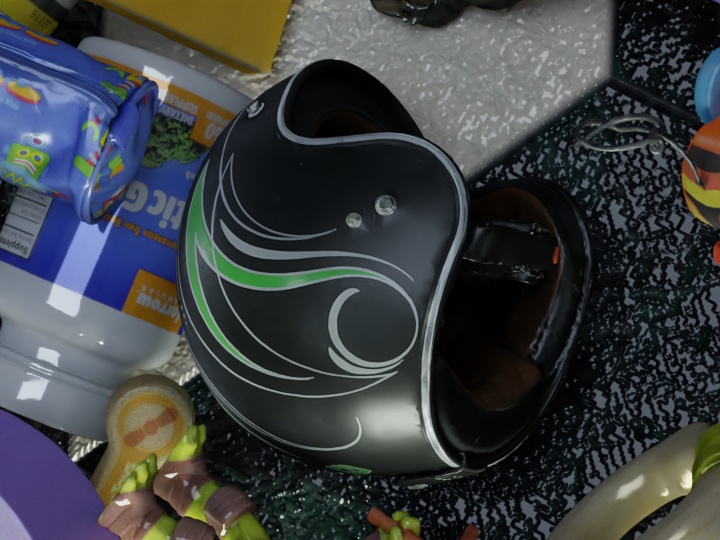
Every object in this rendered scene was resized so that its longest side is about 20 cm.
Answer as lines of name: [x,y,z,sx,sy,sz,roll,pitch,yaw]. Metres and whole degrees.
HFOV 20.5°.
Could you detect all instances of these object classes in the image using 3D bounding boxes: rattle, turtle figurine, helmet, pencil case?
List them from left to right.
pencil case: [-0.198,-0.098,0.981,0.199,0.087,0.078,26,69,-2]
turtle figurine: [-0.038,0.146,0.972,0.161,0.200,0.065,38,130,13]
helmet: [0.000,0.000,1.004,0.190,0.200,0.201,17,85,34]
rattle: [0.137,0.177,0.990,0.200,0.130,0.143,-41,116,-10]

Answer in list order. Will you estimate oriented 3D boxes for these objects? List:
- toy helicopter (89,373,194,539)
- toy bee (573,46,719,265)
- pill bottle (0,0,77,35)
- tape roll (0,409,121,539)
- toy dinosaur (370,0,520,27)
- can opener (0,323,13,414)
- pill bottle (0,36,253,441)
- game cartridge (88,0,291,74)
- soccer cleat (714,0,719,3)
toy helicopter: [-0.150,0.142,1.039,0.132,0.079,0.201,25,98,-6]
toy bee: [0.200,-0.060,1.009,0.199,0.131,0.109,-15,117,-5]
pill bottle: [-0.253,-0.112,1.077,0.111,0.111,0.200,41,92,16]
tape roll: [-0.212,0.167,0.990,0.199,0.066,0.201,5,103,25]
toy dinosaur: [0.090,-0.181,1.054,0.199,0.047,0.089,-4,96,41]
can opener: [-0.225,0.126,1.108,0.066,0.053,0.201,0,81,15]
pill bottle: [-0.136,-0.015,1.077,0.112,0.112,0.201,20,87,16]
game cartridge: [-0.102,-0.220,1.065,0.032,0.200,0.177,11,82,48]
soccer cleat: [0.156,-0.189,1.053,0.076,0.067,0.200,-47,62,24]
